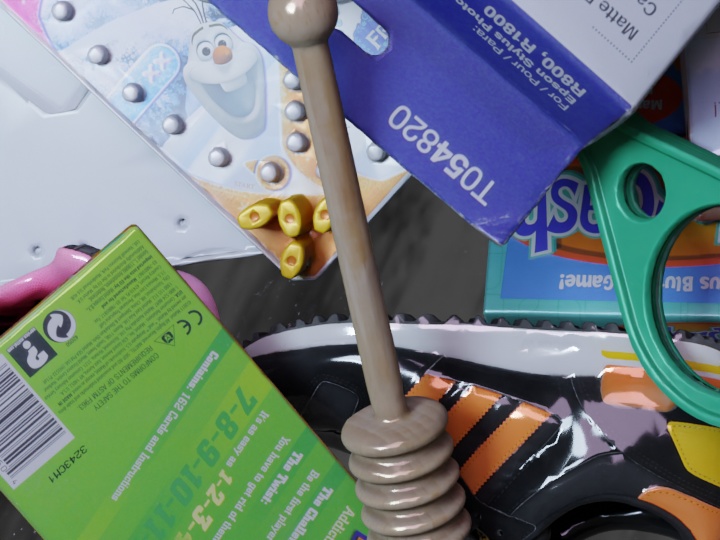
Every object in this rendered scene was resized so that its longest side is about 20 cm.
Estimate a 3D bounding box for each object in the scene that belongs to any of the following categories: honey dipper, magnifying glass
[{"bbox_3d":[0.000,0.000,0.715,0.038,0.201,0.038,-11,20,4],"label":"honey dipper"},{"bbox_3d":[0.094,-0.033,0.736,0.200,0.022,0.080,55,127,22],"label":"magnifying glass"}]

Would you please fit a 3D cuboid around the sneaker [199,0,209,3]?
[{"bbox_3d":[-0.028,-0.188,0.747,0.074,0.080,0.201,16,98,9],"label":"sneaker"}]

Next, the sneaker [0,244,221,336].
[{"bbox_3d":[-0.154,0.046,0.817,0.200,0.095,0.079,-29,65,12],"label":"sneaker"}]

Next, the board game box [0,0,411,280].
[{"bbox_3d":[-0.029,-0.131,0.807,0.200,0.026,0.200,43,102,2],"label":"board game box"}]

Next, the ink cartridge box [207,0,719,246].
[{"bbox_3d":[0.037,-0.145,0.702,0.199,0.041,0.200,39,84,-3],"label":"ink cartridge box"}]

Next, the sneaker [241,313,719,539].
[{"bbox_3d":[0.040,0.067,0.780,0.199,0.070,0.090,0,75,17],"label":"sneaker"}]

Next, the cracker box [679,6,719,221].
[{"bbox_3d":[0.179,-0.121,0.784,0.133,0.058,0.201,-3,66,7],"label":"cracker box"}]

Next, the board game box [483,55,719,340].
[{"bbox_3d":[0.130,-0.066,0.828,0.152,0.045,0.201,0,68,12],"label":"board game box"}]

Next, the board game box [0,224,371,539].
[{"bbox_3d":[-0.050,0.090,0.766,0.095,0.030,0.200,-40,97,-3],"label":"board game box"}]

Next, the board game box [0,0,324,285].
[{"bbox_3d":[-0.120,-0.098,0.860,0.199,0.026,0.201,-7,96,11],"label":"board game box"}]
